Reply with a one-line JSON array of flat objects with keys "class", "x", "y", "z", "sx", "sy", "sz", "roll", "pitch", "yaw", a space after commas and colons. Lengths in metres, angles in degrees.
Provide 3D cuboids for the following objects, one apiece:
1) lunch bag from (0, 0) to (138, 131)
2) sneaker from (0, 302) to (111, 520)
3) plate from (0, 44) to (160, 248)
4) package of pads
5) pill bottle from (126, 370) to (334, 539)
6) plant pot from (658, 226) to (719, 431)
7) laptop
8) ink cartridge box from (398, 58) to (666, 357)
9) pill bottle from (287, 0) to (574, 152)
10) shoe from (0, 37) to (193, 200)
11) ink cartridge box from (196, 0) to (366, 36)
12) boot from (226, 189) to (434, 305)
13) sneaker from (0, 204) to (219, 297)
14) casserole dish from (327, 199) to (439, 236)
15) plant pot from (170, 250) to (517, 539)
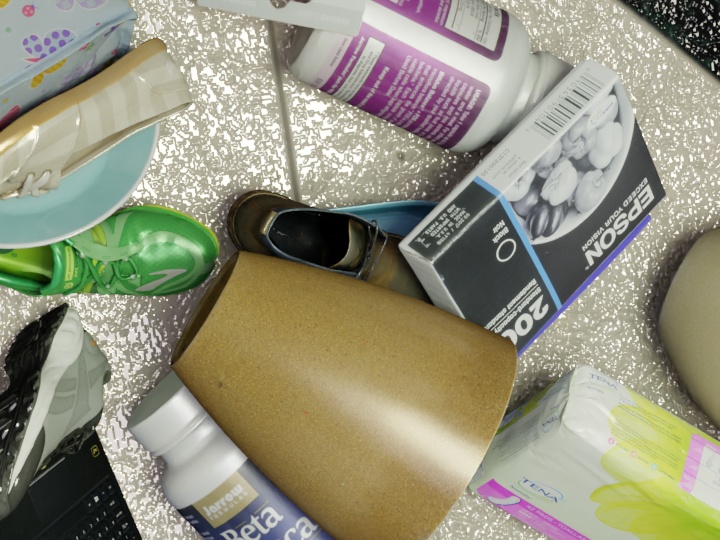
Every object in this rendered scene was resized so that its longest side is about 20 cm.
[{"class": "lunch bag", "x": -0.282, "y": -0.173, "z": 1.172, "sx": 0.199, "sy": 0.127, "sz": 0.170, "roll": -35, "pitch": 85, "yaw": -25}, {"class": "sneaker", "x": -0.221, "y": 0.106, "z": 1.216, "sx": 0.074, "sy": 0.201, "sz": 0.079, "roll": -30, "pitch": 114, "yaw": 27}, {"class": "plate", "x": -0.243, "y": -0.103, "z": 1.233, "sx": 0.198, "sy": 0.026, "sz": 0.202, "roll": 1, "pitch": 66, "yaw": -3}, {"class": "package of pads", "x": 0.202, "y": 0.164, "z": 1.314, "sx": 0.199, "sy": 0.154, "sz": 0.069, "roll": 30, "pitch": 54, "yaw": -12}, {"class": "pill bottle", "x": -0.078, "y": 0.160, "z": 1.282, "sx": 0.111, "sy": 0.111, "sz": 0.200, "roll": -43, "pitch": 102, "yaw": -4}, {"class": "plant pot", "x": 0.309, "y": 0.039, "z": 1.323, "sx": 0.134, "sy": 0.200, "sz": 0.202, "roll": 27, "pitch": 90, "yaw": 23}, {"class": "laptop", "x": -0.166, "y": 0.219, "z": 1.226, "sx": 0.103, "sy": 0.177, "sz": 0.202, "roll": -16, "pitch": 101, "yaw": 26}, {"class": "ink cartridge box", "x": 0.141, "y": -0.023, "z": 1.279, "sx": 0.198, "sy": 0.043, "sz": 0.200, "roll": -45, "pitch": 139, "yaw": -10}, {"class": "pill bottle", "x": 0.055, "y": -0.156, "z": 1.276, "sx": 0.199, "sy": 0.112, "sz": 0.113, "roll": 24, "pitch": 91, "yaw": -12}, {"class": "shoe", "x": -0.200, "y": -0.090, "z": 1.176, "sx": 0.199, "sy": 0.070, "sz": 0.054, "roll": -37, "pitch": 94, "yaw": -23}, {"class": "ink cartridge box", "x": -0.027, "y": -0.275, "z": 1.229, "sx": 0.057, "sy": 0.162, "sz": 0.202, "roll": 0, "pitch": 103, "yaw": -52}, {"class": "boot", "x": 0.000, "y": 0.000, "z": 1.249, "sx": 0.198, "sy": 0.097, "sz": 0.075, "roll": 20, "pitch": 90, "yaw": -13}, {"class": "sneaker", "x": -0.202, "y": -0.006, "z": 1.249, "sx": 0.198, "sy": 0.084, "sz": 0.075, "roll": 3, "pitch": 114, "yaw": -8}, {"class": "casserole dish", "x": -0.006, "y": 0.010, "z": 1.318, "sx": 0.198, "sy": 0.039, "sz": 0.122, "roll": -8, "pitch": 97, "yaw": -11}, {"class": "plant pot", "x": -0.023, "y": 0.076, "z": 1.185, "sx": 0.199, "sy": 0.186, "sz": 0.187, "roll": 33, "pitch": 89, "yaw": -10}]
